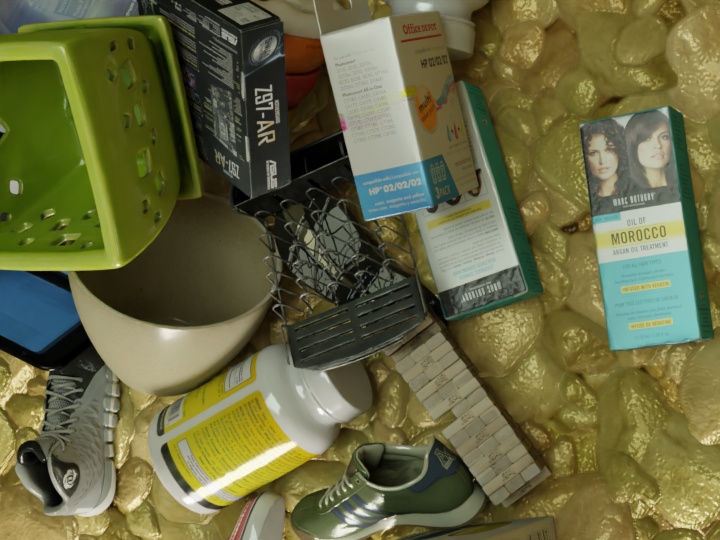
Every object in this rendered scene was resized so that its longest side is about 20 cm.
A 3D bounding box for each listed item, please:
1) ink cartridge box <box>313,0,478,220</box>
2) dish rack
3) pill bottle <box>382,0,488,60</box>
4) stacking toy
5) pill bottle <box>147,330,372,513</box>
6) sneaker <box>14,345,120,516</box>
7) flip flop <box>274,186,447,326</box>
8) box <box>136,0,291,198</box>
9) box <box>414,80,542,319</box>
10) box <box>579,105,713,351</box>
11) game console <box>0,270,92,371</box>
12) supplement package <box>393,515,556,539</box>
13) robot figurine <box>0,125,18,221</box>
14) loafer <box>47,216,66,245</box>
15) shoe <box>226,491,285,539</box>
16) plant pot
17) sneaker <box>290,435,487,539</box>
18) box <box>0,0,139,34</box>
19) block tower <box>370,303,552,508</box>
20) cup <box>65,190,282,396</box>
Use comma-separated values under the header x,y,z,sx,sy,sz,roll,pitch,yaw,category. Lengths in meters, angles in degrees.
x,y,z,sx,sy,sz,roll,pitch,yaw,category
0.030,-0.153,1.236,0.068,0.115,0.200,-11,97,25,ink cartridge box
-0.025,-0.016,1.306,0.153,0.055,0.200,-23,63,18,dish rack
0.068,-0.295,1.322,0.111,0.111,0.200,4,89,25,pill bottle
-0.102,-0.176,1.404,0.146,0.146,0.200,28,115,24,stacking toy
-0.092,0.139,1.380,0.200,0.112,0.113,-31,75,21,pill bottle
-0.300,0.151,1.476,0.075,0.115,0.200,-9,84,25,sneaker
0.000,0.000,1.377,0.200,0.058,0.081,39,98,6,flip flop
-0.135,-0.178,1.320,0.200,0.043,0.160,37,138,46,box
0.094,-0.062,1.326,0.082,0.049,0.200,-20,80,24,box
0.246,-0.035,1.261,0.082,0.049,0.200,-10,84,25,box
-0.328,-0.012,1.496,0.200,0.116,0.176,23,98,24,game console
0.076,0.300,1.244,0.152,0.200,0.151,-13,82,24,supplement package
-0.396,-0.092,1.456,0.200,0.150,0.125,-45,48,3,robot figurine
-0.255,-0.063,1.452,0.200,0.073,0.071,-29,65,2,loafer
-0.142,0.296,1.419,0.091,0.071,0.200,21,101,19,shoe
-0.256,-0.123,1.293,0.199,0.181,0.200,1,112,29,plant pot
0.010,0.192,1.328,0.200,0.067,0.090,-13,124,30,sneaker
-0.261,-0.254,1.472,0.198,0.123,0.200,31,101,25,box
0.089,0.116,1.304,0.054,0.058,0.200,-38,84,9,block tower
-0.184,0.036,1.400,0.200,0.200,0.143,35,134,22,cup
